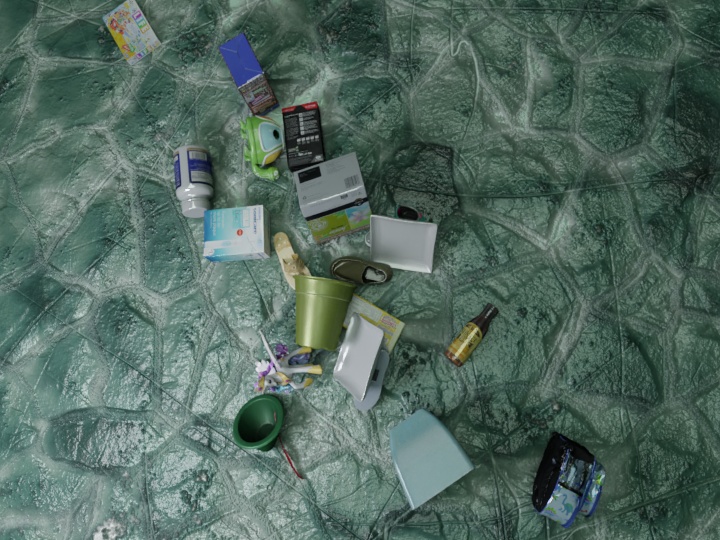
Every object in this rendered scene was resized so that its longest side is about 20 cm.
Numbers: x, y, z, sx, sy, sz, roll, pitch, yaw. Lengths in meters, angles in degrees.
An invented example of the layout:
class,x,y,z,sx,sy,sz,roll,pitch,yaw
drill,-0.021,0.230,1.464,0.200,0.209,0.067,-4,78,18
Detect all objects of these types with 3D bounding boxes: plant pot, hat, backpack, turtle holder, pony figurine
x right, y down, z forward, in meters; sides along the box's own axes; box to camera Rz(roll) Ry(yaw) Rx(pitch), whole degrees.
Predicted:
class,x,y,z,sx,sy,sz,roll,pitch,yaw
plant pot,0.178,0.493,1.481,0.192,0.197,0.203,-32,69,0
hat,-0.270,0.501,1.615,0.160,0.179,0.203,-17,40,5
backpack,0.542,0.557,1.425,0.143,0.183,0.205,25,88,11
turtle holder,-0.305,-0.394,1.723,0.127,0.142,0.191,-9,69,-13
plant pot,-0.114,0.127,1.578,0.193,0.200,0.197,7,84,8
pony figurine,-0.229,0.275,1.579,0.194,0.172,0.194,-8,32,-22

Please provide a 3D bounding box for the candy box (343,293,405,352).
class,x,y,z,sx,sy,sz,roll,pitch,yaw
candy box,0.028,0.156,1.638,0.196,0.026,0.104,30,83,11

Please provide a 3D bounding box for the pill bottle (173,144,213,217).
class,x,y,z,sx,sy,sz,roll,pitch,yaw
pill bottle,-0.529,-0.281,1.736,0.115,0.120,0.208,-9,78,5

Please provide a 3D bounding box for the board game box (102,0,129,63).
class,x,y,z,sx,sy,sz,roll,pitch,yaw
board game box,-0.801,-0.839,1.914,0.132,0.034,0.203,-33,78,-1

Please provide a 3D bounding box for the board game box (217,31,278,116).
class,x,y,z,sx,sy,sz,roll,pitch,yaw
board game box,-0.351,-0.612,1.735,0.095,0.200,0.163,-27,78,-1

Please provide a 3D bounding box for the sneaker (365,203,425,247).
class,x,y,z,sx,sy,sz,roll,pitch,yaw
sneaker,0.101,-0.134,1.628,0.194,0.121,0.086,-18,64,2

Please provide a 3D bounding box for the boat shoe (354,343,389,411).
class,x,y,z,sx,sy,sz,roll,pitch,yaw
boat shoe,0.035,0.303,1.588,0.072,0.086,0.208,18,107,3

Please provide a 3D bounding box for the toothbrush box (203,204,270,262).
class,x,y,z,sx,sy,sz,roll,pitch,yaw
toothbrush box,-0.383,-0.113,1.706,0.192,0.085,0.152,-3,79,5

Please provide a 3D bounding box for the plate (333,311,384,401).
class,x,y,z,sx,sy,sz,roll,pitch,yaw
plate,0.000,0.242,1.551,0.032,0.198,0.206,16,94,-29

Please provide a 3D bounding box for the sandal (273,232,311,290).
class,x,y,z,sx,sy,sz,roll,pitch,yaw
sandal,-0.216,-0.025,1.677,0.076,0.070,0.216,-29,78,1

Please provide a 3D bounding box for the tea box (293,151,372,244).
class,x,y,z,sx,sy,sz,roll,pitch,yaw
tea box,-0.074,-0.210,1.619,0.194,0.198,0.137,-17,59,4

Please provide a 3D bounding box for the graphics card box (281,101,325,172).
class,x,y,z,sx,sy,sz,roll,pitch,yaw
graphics card box,-0.182,-0.429,1.758,0.121,0.051,0.207,-9,78,4

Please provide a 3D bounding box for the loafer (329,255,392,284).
class,x,y,z,sx,sy,sz,roll,pitch,yaw
loafer,0.000,0.000,1.639,0.192,0.070,0.078,3,99,7

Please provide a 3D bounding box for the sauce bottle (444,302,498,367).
class,x,y,z,sx,sy,sz,roll,pitch,yaw
sauce bottle,0.324,0.183,1.580,0.065,0.066,0.202,36,85,11

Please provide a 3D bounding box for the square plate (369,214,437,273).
class,x,y,z,sx,sy,sz,roll,pitch,yaw
square plate,0.123,-0.081,1.601,0.191,0.204,0.029,8,48,8
